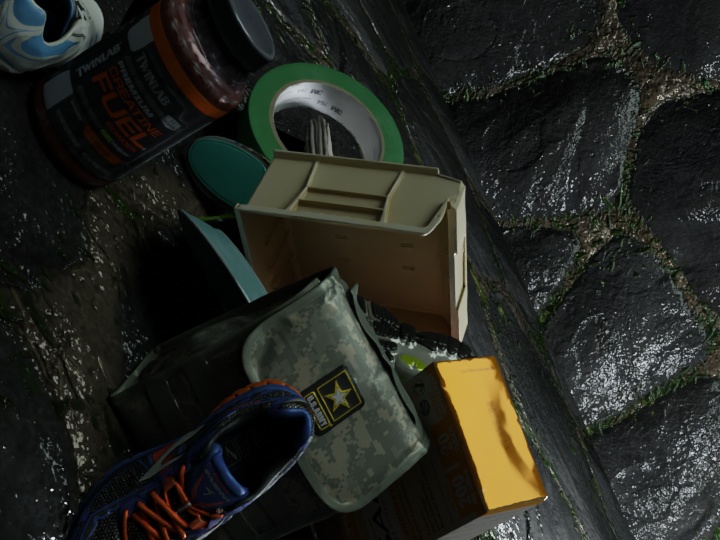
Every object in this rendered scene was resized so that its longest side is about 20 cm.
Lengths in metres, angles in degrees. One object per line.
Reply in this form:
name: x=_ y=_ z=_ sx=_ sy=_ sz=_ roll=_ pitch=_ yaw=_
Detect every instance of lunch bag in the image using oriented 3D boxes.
lunch bag: x=-0.062 y=0.109 z=0.776 sx=0.166 sy=0.198 sz=0.118 roll=61 pitch=16 yaw=-12

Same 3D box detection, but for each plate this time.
plate: x=-0.105 y=0.026 z=0.909 sx=0.201 sy=0.025 sz=0.201 roll=53 pitch=-14 yaw=19

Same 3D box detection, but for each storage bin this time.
storage bin: x=0.000 y=0.000 z=0.966 sx=0.094 sy=0.195 sz=0.202 roll=-66 pitch=158 yaw=-43

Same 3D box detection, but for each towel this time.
towel: x=-0.046 y=-0.091 z=1.288 sx=0.201 sy=0.034 sz=0.134 roll=81 pitch=5 yaw=-57

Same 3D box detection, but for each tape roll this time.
tape roll: x=-0.047 y=-0.153 z=1.177 sx=0.197 sy=0.048 sz=0.203 roll=14 pitch=53 yaw=-19

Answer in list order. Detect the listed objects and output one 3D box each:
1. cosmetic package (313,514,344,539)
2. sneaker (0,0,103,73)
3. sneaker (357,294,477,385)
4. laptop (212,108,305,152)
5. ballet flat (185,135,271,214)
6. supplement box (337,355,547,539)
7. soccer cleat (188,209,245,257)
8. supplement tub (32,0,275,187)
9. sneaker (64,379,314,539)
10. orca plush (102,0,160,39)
cosmetic package: x=0.001 y=0.211 z=0.982 sx=0.104 sy=0.071 sz=0.203 roll=-3 pitch=64 yaw=-38
sneaker: x=-0.263 y=-0.217 z=0.868 sx=0.072 sy=0.072 sz=0.200 roll=58 pitch=16 yaw=-13
sneaker: x=0.013 y=0.088 z=0.912 sx=0.197 sy=0.085 sz=0.078 roll=25 pitch=39 yaw=-10
laptop: x=-0.116 y=-0.077 z=1.224 sx=0.198 sy=0.116 sz=0.189 roll=24 pitch=33 yaw=-21
ballet flat: x=-0.098 y=-0.080 z=1.079 sx=0.198 sy=0.075 sz=0.074 roll=30 pitch=15 yaw=7
supplement box: x=0.053 y=0.173 z=0.854 sx=0.073 sy=0.200 sz=0.128 roll=-2 pitch=62 yaw=-36
soccer cleat: x=-0.112 y=-0.004 z=1.037 sx=0.200 sy=0.066 sz=0.083 roll=33 pitch=47 yaw=-61
supplement tub: x=-0.171 y=-0.160 z=0.838 sx=0.107 sy=0.198 sz=0.108 roll=53 pitch=19 yaw=-27
sneaker: x=-0.109 y=0.138 z=0.647 sx=0.076 sy=0.199 sz=0.078 roll=53 pitch=-22 yaw=-8
orca plush: x=-0.191 y=-0.190 z=0.925 sx=0.104 sy=0.199 sz=0.072 roll=29 pitch=55 yaw=-20
